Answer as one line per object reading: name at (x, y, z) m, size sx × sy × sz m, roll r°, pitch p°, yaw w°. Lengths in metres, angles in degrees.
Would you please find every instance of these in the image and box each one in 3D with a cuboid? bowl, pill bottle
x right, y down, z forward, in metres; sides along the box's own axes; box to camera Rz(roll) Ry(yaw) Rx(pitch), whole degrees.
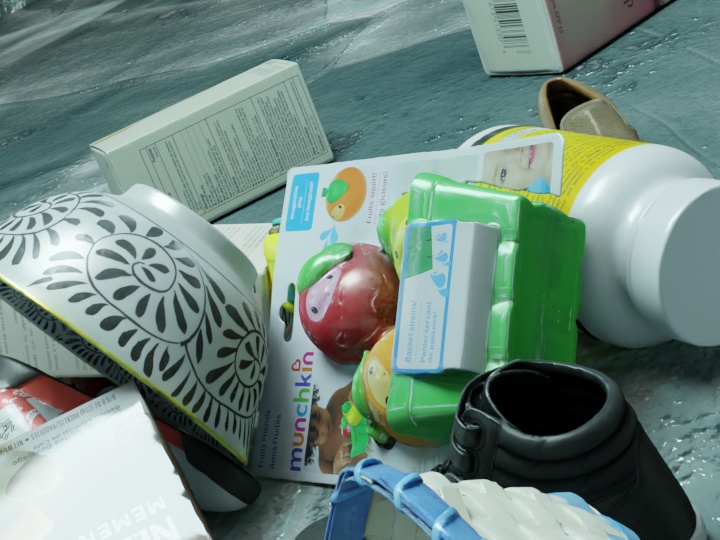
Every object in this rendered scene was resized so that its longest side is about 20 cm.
bowl at (-0.119, 0.014, 0.738) m, size 0.094 × 0.201 × 0.201 m, roll -55°, pitch 32°, yaw -12°
pill bottle at (0.134, -0.020, 0.751) m, size 0.112 × 0.113 × 0.200 m, roll -30°, pitch 23°, yaw -21°

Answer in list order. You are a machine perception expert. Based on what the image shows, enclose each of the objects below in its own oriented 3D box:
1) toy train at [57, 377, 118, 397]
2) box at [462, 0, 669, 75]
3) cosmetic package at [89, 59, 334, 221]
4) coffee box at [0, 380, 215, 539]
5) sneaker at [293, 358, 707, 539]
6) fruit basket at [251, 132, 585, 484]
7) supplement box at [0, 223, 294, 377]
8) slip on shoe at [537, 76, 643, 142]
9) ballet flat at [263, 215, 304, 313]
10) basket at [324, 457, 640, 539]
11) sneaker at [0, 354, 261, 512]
toy train at (-0.179, 0.082, 0.886) m, size 0.034 × 0.046 × 0.200 m, roll -28°, pitch 23°, yaw -18°
box at (0.206, -0.291, 1.306) m, size 0.200 × 0.128 × 0.109 m, roll -35°, pitch 26°, yaw -31°
cosmetic package at (-0.137, -0.110, 1.227) m, size 0.200 × 0.105 × 0.071 m, roll -26°, pitch 21°, yaw -17°
coffee box at (-0.168, 0.153, 0.617) m, size 0.200 × 0.080 × 0.114 m, roll -25°, pitch 47°, yaw -11°
sneaker at (0.044, 0.092, 0.589) m, size 0.200 × 0.099 × 0.071 m, roll -11°, pitch 25°, yaw 27°
fruit basket at (0.016, 0.023, 0.701) m, size 0.200 × 0.186 × 0.094 m, roll 0°, pitch -12°, yaw 37°
supplement box at (-0.144, 0.019, 0.884) m, size 0.199 × 0.074 × 0.126 m, roll -1°, pitch 16°, yaw 10°
slip on shoe at (0.170, -0.092, 0.959) m, size 0.076 × 0.061 × 0.200 m, roll -18°, pitch 22°, yaw 6°
ballet flat at (0.000, 0.000, 0.871) m, size 0.067 × 0.067 × 0.200 m, roll -8°, pitch -3°, yaw 28°
basket at (0.015, 0.142, 0.414) m, size 0.199 × 0.139 × 0.176 m, roll 5°, pitch 13°, yaw -21°
sneaker at (-0.158, 0.129, 0.748) m, size 0.201 × 0.067 × 0.108 m, roll 18°, pitch 70°, yaw 27°
